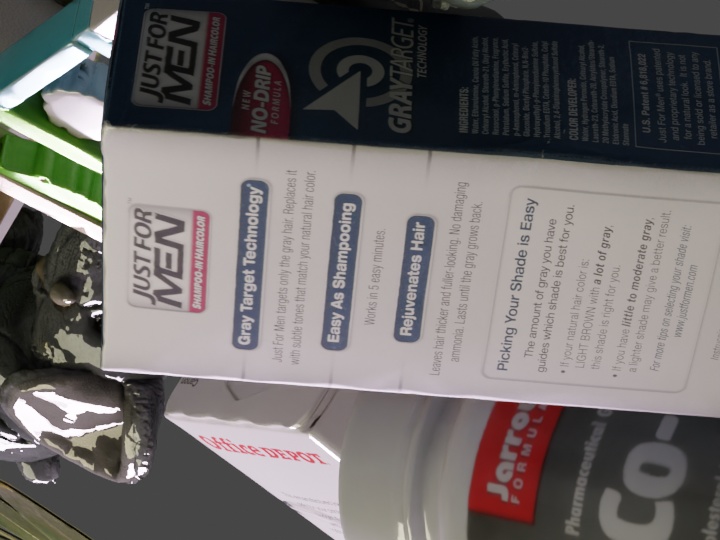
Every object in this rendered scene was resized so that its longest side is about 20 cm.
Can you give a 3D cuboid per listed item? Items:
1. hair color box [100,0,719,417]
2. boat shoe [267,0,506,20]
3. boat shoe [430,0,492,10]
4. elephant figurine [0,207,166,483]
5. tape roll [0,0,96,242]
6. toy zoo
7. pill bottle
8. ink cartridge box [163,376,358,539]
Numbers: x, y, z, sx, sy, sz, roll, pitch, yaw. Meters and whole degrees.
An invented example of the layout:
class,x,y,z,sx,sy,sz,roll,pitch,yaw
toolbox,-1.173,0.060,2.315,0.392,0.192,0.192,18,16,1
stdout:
class,x,y,z,sx,sy,sz,roll,pitch,yaw
hair color box,0.028,-0.017,0.730,0.199,0.061,0.100,4,135,-2
boat shoe,0.025,-0.054,0.790,0.200,0.061,0.074,30,153,-22
boat shoe,0.039,-0.104,0.659,0.062,0.073,0.200,21,170,-20
elephant figurine,-0.132,0.034,1.259,0.199,0.142,0.155,-2,175,35
tape roll,-0.168,-0.017,1.016,0.037,0.203,0.203,31,163,-2
toy zoo,-0.042,-0.057,0.870,0.131,0.021,0.200,28,144,-31
pill bottle,0.098,0.078,0.851,0.199,0.114,0.114,9,154,36
ink cartridge box,0.032,0.087,1.171,0.200,0.085,0.145,38,162,-24
